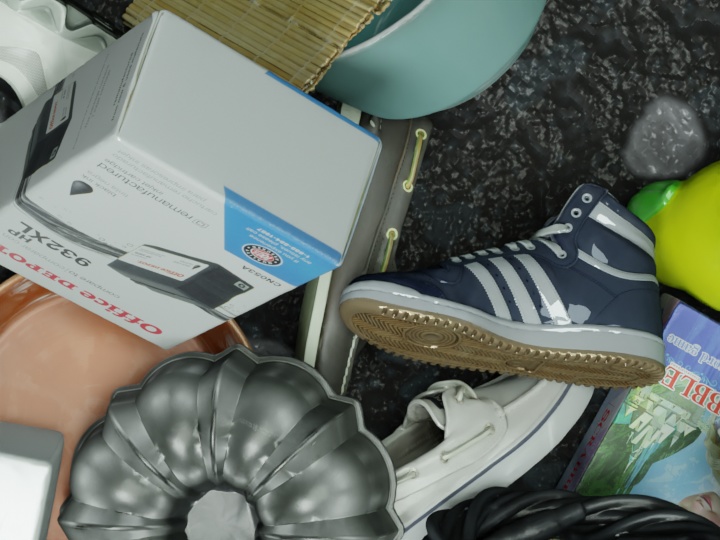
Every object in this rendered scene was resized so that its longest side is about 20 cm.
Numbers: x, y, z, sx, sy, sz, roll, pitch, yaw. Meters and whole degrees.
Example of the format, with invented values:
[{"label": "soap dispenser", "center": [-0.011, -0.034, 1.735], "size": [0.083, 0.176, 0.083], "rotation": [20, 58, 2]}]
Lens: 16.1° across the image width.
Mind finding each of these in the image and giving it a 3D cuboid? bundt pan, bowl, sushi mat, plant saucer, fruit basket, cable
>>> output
[{"label": "bundt pan", "center": [-0.078, 0.143, 1.419], "size": [0.200, 0.076, 0.203], "rotation": [0, 89, 6]}, {"label": "bowl", "center": [0.030, -0.166, 1.466], "size": [0.201, 0.201, 0.105], "rotation": [-50, 127, -9]}, {"label": "sushi mat", "center": [-0.061, -0.149, 1.439], "size": [0.096, 0.200, 0.012], "rotation": [-47, 128, -7]}, {"label": "plant saucer", "center": [-0.154, 0.090, 1.488], "size": [0.199, 0.032, 0.202], "rotation": [0, 88, -11]}, {"label": "fruit basket", "center": [0.269, -0.024, 1.521], "size": [0.216, 0.216, 0.156], "rotation": [43, 81, -8]}, {"label": "cable", "center": [0.129, 0.172, 1.401], "size": [0.199, 0.163, 0.051], "rotation": [4, 112, 15]}]

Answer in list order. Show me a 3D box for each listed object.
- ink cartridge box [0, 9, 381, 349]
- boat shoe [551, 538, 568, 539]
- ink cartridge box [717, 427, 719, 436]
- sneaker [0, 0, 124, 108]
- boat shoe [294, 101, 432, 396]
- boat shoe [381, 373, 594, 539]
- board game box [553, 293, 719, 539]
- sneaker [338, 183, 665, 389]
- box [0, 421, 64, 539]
[{"label": "ink cartridge box", "center": [-0.107, -0.043, 1.374], "size": [0.145, 0.200, 0.084], "rotation": [29, 62, -23]}, {"label": "boat shoe", "center": [0.093, 0.193, 1.485], "size": [0.200, 0.060, 0.073], "rotation": [-3, 108, 4]}, {"label": "ink cartridge box", "center": [0.300, 0.162, 1.462], "size": [0.083, 0.147, 0.200], "rotation": [-35, 100, 5]}, {"label": "sneaker", "center": [-0.148, -0.095, 1.480], "size": [0.199, 0.074, 0.089], "rotation": [32, 97, -7]}, {"label": "boat shoe", "center": [0.000, 0.000, 1.501], "size": [0.060, 0.072, 0.203], "rotation": [10, 84, -7]}, {"label": "boat shoe", "center": [0.053, 0.098, 1.498], "size": [0.200, 0.072, 0.066], "rotation": [-36, 110, -16]}, {"label": "board game box", "center": [0.223, 0.149, 1.546], "size": [0.199, 0.041, 0.200], "rotation": [28, 92, -9]}, {"label": "sneaker", "center": [0.085, 0.000, 1.482], "size": [0.199, 0.070, 0.109], "rotation": [11, 69, -16]}, {"label": "box", "center": [-0.258, 0.180, 1.404], "size": [0.151, 0.106, 0.201], "rotation": [12, 95, -4]}]
